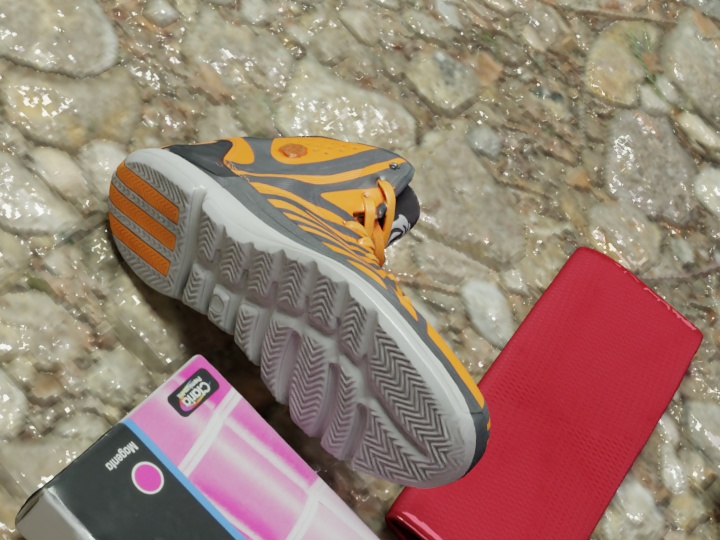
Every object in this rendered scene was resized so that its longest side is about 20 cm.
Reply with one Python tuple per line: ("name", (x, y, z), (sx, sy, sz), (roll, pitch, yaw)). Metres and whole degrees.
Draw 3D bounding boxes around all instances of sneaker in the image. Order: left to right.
("sneaker", (0.000, 0.000, 0.832), (0.112, 0.078, 0.200), (-20, 52, -42))

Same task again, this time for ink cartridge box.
("ink cartridge box", (-0.026, 0.133, 0.775), (0.200, 0.037, 0.095), (47, 47, 1))

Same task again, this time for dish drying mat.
("dish drying mat", (0.084, 0.068, 0.910), (0.077, 0.018, 0.200), (41, 48, -2))
